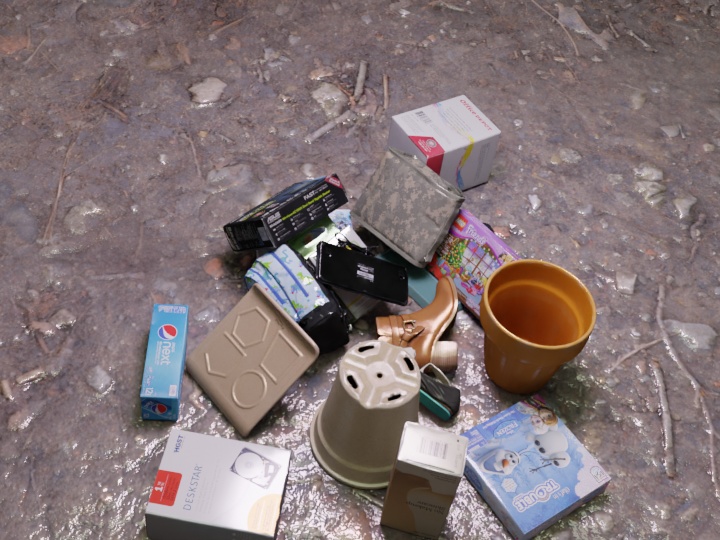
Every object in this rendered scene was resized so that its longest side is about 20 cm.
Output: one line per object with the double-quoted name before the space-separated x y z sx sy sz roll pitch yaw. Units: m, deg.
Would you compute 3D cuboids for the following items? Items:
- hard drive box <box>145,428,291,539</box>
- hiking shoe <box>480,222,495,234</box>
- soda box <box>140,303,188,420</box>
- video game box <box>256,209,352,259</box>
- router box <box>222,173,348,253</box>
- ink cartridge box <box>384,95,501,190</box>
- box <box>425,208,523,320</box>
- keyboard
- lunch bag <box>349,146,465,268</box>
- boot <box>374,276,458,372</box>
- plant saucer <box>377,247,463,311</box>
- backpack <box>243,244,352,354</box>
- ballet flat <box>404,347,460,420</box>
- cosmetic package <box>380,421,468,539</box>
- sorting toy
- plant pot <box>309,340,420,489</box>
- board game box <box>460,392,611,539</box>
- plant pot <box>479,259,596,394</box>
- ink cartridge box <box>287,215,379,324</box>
"hard drive box" -0.218 0.348 1.505 0.197 0.077 0.157 9 47 0
"hiking shoe" 0.232 -0.071 1.939 0.075 0.101 0.201 -12 52 -29
"soda box" -0.335 0.155 1.666 0.063 0.068 0.202 4 47 -6
"video game box" -0.108 -0.043 1.899 0.197 0.047 0.184 0 51 -10
"router box" -0.141 -0.108 1.824 0.199 0.063 0.149 -35 16 -34
"ink cartridge box" 0.174 -0.258 2.073 0.198 0.146 0.146 -20 53 -25
"box" 0.227 -0.003 1.857 0.200 0.138 0.039 45 23 29
"keyboard" 0.000 0.000 1.751 0.198 0.039 0.106 18 63 -31
"lunch bag" 0.104 -0.120 1.900 0.200 0.165 0.117 43 19 34
"boot" 0.102 0.093 1.783 0.152 0.074 0.202 3 54 1
"plant saucer" 0.113 0.020 1.897 0.069 0.019 0.200 -29 57 -31
"backpack" -0.118 0.048 1.735 0.152 0.163 0.202 -24 67 -1
"ballet flat" 0.091 0.183 1.695 0.199 0.068 0.069 35 61 -3
"cosmetic package" 0.096 0.327 1.490 0.104 0.202 0.072 13 47 5
"sorting toy" -0.185 0.152 1.653 0.200 0.036 0.185 -49 62 3
"plant pot" 0.021 0.223 1.584 0.197 0.185 0.202 4 47 -5
"board game box" 0.283 0.327 1.627 0.198 0.044 0.200 -23 57 -27
"plant pot" 0.300 0.116 1.726 0.197 0.185 0.202 4 47 -4
"ink cartridge box" -0.036 -0.012 1.808 0.103 0.059 0.201 -37 87 -19
